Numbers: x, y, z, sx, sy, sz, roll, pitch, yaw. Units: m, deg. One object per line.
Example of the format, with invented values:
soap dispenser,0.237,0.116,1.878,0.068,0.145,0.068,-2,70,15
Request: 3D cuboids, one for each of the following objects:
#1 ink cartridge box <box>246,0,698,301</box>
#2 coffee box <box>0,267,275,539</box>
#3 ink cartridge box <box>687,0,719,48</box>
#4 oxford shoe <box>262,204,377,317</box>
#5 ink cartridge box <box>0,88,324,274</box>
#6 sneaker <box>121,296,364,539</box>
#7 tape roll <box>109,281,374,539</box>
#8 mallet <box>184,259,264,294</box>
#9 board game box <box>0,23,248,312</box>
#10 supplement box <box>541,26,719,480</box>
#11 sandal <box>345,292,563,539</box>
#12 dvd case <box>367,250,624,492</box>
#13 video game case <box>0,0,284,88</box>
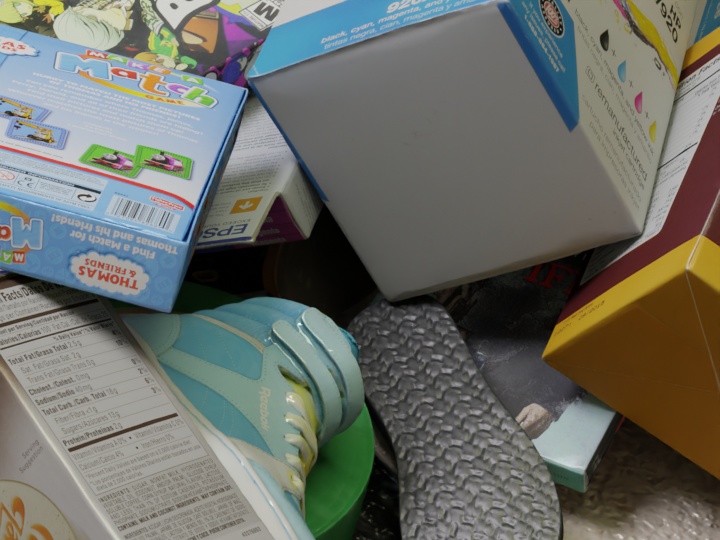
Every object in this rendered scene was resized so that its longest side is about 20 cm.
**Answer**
ink cartridge box,0.063,-0.115,1.210,0.144,0.147,0.200,-16,34,29
coffee box,-0.110,0.111,0.977,0.080,0.114,0.200,-16,64,-51
ink cartridge box,0.122,-0.168,1.519,0.145,0.084,0.200,34,40,24
oxford shoe,-0.014,-0.041,1.283,0.071,0.071,0.200,-6,34,29
ink cartridge box,-0.108,-0.040,1.230,0.196,0.043,0.200,-8,32,22
sneaker,-0.033,0.077,1.061,0.130,0.080,0.200,-14,46,-32
tape roll,-0.095,0.082,1.137,0.200,0.048,0.201,9,37,-7
mallet,0.000,0.000,1.297,0.199,0.041,0.066,-16,47,-29
board game box,-0.135,-0.053,1.050,0.151,0.037,0.200,15,23,-1
supplement box,0.230,-0.003,1.188,0.197,0.133,0.200,34,59,-12
sandal,0.048,0.093,1.160,0.075,0.048,0.201,-21,46,1
dvd case,0.090,0.008,1.249,0.146,0.022,0.200,20,56,21
video game case,-0.153,-0.138,1.228,0.200,0.036,0.181,39,49,21
